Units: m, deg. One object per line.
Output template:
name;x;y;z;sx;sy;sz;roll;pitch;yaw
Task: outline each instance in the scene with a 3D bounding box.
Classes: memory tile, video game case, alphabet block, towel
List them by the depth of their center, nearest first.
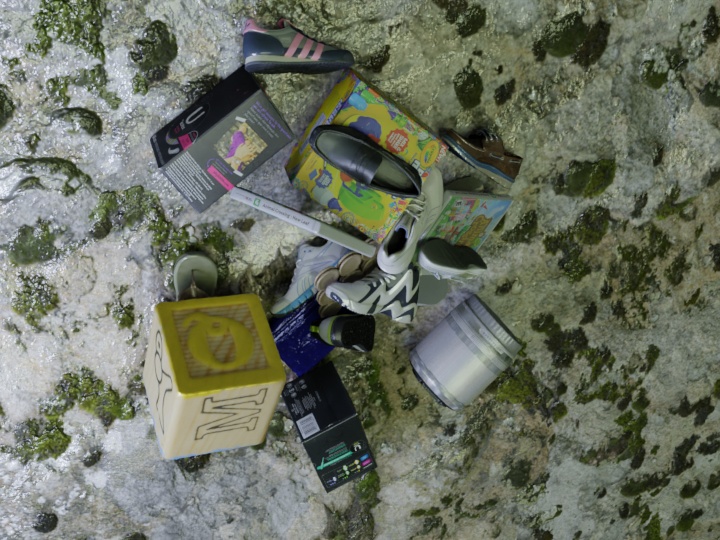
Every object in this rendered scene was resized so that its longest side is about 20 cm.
video game case;-0.090;-0.079;1.440;0.199;0.180;0.022;20;93;-62
alphabet block;-0.261;0.183;1.535;0.193;0.197;0.202;-6;142;-27
memory tile;0.000;0.000;1.602;0.198;0.017;0.154;-34;152;-16
video game case;0.175;-0.067;1.655;0.180;0.022;0.201;-1;136;-41
towel;-0.083;0.107;1.690;0.199;0.050;0.148;-40;126;4

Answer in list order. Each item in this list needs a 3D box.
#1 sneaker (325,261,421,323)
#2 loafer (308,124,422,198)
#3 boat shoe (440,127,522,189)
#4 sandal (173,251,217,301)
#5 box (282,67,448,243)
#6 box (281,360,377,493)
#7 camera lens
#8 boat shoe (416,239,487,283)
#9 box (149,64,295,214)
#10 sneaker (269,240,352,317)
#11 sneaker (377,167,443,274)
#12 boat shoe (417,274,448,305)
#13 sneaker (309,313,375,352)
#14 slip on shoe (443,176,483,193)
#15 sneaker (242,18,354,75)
sneaker;0.034;0.012;1.575;0.196;0.079;0.132;15;96;-30
loafer;0.012;-0.170;1.378;0.198;0.071;0.069;24;107;-21
boat shoe;0.225;-0.222;1.615;0.198;0.072;0.073;23;105;-44
sandal;-0.294;0.057;1.560;0.078;0.058;0.204;0;121;-21
box;0.006;-0.194;1.473;0.191;0.122;0.201;31;104;-23
box;-0.062;0.314;1.750;0.122;0.150;0.202;-25;137;-6
camera lens;0.210;0.170;1.788;0.200;0.161;0.160;-44;127;8
boat shoe;0.165;-0.008;1.639;0.065;0.075;0.200;-47;154;24
box;-0.219;-0.208;1.388;0.199;0.123;0.106;-37;127;2
sneaker;-0.098;0.002;1.607;0.199;0.075;0.087;-42;92;-6
sneaker;0.091;-0.090;1.513;0.073;0.087;0.203;22;83;6
boat shoe;0.087;0.041;1.714;0.197;0.056;0.070;-11;96;-38
sneaker;-0.034;0.109;1.648;0.199;0.081;0.073;23;74;-65
slip on shoe;0.142;-0.113;1.642;0.197;0.074;0.062;-21;130;-16
sneaker;-0.095;-0.357;1.390;0.197;0.070;0.084;-7;87;-36
